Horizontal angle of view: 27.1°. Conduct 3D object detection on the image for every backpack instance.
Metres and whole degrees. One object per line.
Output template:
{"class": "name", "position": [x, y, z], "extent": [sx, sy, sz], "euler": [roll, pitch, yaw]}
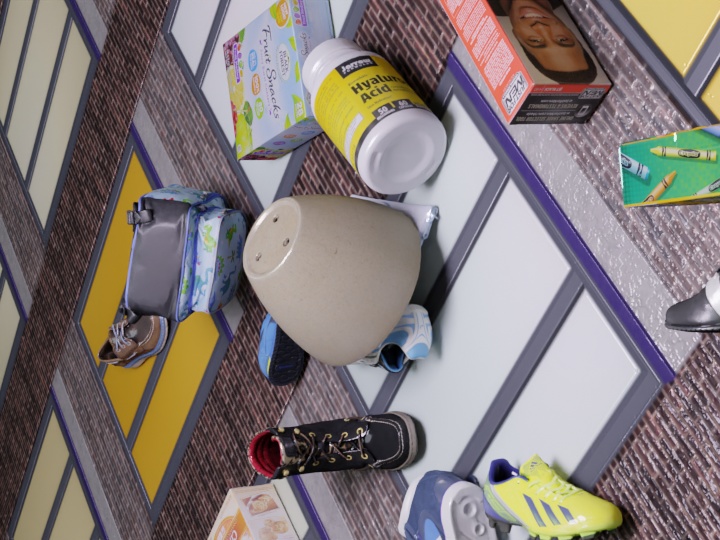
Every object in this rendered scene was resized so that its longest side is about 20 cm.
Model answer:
{"class": "backpack", "position": [-0.242, -0.026, 2.129], "extent": [0.200, 0.146, 0.184], "euler": [-54, -27, -74]}

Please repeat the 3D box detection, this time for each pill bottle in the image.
{"class": "pill bottle", "position": [0.009, -0.187, 1.749], "extent": [0.200, 0.111, 0.112], "euler": [53, 136, 42]}

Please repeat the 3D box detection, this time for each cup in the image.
{"class": "cup", "position": [-0.050, -0.008, 1.722], "extent": [0.200, 0.143, 0.201], "euler": [-31, 45, 37]}

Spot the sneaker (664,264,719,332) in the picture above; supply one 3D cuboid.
{"class": "sneaker", "position": [0.339, 0.005, 1.263], "extent": [0.200, 0.074, 0.089], "euler": [-18, 78, 48]}

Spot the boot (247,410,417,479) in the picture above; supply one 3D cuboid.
{"class": "boot", "position": [-0.035, 0.215, 1.824], "extent": [0.200, 0.150, 0.073], "euler": [-8, 87, 59]}

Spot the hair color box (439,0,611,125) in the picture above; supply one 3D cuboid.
{"class": "hair color box", "position": [0.159, -0.239, 1.504], "extent": [0.061, 0.101, 0.200], "euler": [-58, 47, 44]}

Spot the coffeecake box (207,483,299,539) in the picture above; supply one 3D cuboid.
{"class": "coffeecake box", "position": [-0.139, 0.427, 2.095], "extent": [0.200, 0.073, 0.154], "euler": [59, 139, 36]}

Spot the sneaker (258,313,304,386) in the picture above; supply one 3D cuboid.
{"class": "sneaker", "position": [-0.099, 0.057, 1.999], "extent": [0.079, 0.066, 0.201], "euler": [57, 138, 45]}

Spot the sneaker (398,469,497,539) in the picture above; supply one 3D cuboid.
{"class": "sneaker", "position": [0.100, 0.326, 1.695], "extent": [0.146, 0.080, 0.201], "euler": [179, 85, -67]}

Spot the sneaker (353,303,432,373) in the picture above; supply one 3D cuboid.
{"class": "sneaker", "position": [0.018, 0.093, 1.800], "extent": [0.200, 0.072, 0.073], "euler": [-25, 61, 58]}

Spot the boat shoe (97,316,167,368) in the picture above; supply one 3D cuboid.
{"class": "boat shoe", "position": [-0.376, 0.114, 2.457], "extent": [0.200, 0.072, 0.072], "euler": [-47, 54, 51]}

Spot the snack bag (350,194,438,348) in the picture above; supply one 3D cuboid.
{"class": "snack bag", "position": [0.000, 0.000, 1.796], "extent": [0.200, 0.021, 0.189], "euler": [13, 78, 58]}

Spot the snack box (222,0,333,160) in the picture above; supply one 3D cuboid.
{"class": "snack box", "position": [-0.104, -0.252, 1.973], "extent": [0.200, 0.067, 0.169], "euler": [-23, 73, 56]}

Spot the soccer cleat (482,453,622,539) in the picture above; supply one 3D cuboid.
{"class": "soccer cleat", "position": [0.191, 0.232, 1.536], "extent": [0.200, 0.065, 0.084], "euler": [-3, 88, 59]}

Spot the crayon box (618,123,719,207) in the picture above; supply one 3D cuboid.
{"class": "crayon box", "position": [0.323, -0.090, 1.229], "extent": [0.200, 0.118, 0.059], "euler": [-6, 88, 59]}
